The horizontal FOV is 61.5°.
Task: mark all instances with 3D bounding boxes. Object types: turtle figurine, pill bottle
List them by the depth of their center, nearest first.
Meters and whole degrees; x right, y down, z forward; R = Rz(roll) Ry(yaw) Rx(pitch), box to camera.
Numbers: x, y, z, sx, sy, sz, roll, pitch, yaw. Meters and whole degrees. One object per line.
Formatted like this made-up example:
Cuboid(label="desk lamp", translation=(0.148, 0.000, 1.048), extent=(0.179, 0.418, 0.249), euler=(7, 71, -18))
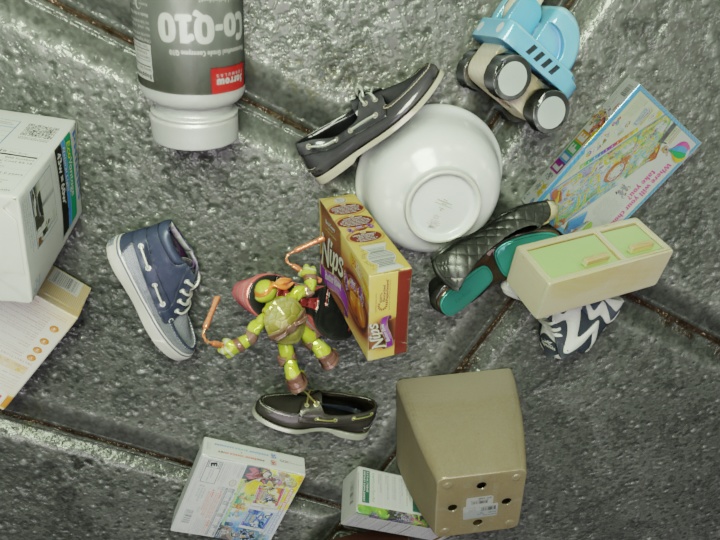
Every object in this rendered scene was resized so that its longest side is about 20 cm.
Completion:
Cuboid(label="pill bottle", translation=(-0.177, -0.237, 0.631), extent=(0.112, 0.114, 0.203), euler=(0, 121, -7))
Cuboid(label="turtle figurine", translation=(-0.085, 0.063, 0.758), extent=(0.200, 0.064, 0.162), euler=(-43, 120, -25))

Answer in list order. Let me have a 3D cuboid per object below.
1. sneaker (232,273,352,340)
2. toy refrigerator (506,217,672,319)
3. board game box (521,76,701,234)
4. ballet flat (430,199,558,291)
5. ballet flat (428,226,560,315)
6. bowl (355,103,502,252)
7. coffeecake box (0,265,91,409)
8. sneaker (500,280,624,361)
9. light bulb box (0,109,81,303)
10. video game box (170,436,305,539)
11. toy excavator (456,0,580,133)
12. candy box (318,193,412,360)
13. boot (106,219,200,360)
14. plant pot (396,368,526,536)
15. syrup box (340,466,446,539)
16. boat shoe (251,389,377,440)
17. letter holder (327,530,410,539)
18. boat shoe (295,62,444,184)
Cuboid(label="sneaker", translation=(-0.090, 0.045, 0.852), extent=(0.199, 0.086, 0.075), euler=(22, 79, -38))
Cuboid(label="toy refrigerator", translation=(0.302, -0.008, 0.800), extent=(0.197, 0.076, 0.071), euler=(-12, 135, -18))
Cuboid(label="board game box", translation=(0.332, -0.132, 0.811), extent=(0.133, 0.034, 0.201), euler=(30, 113, -23))
Cuboid(label="ballet flat", translation=(0.174, -0.035, 0.765), extent=(0.198, 0.057, 0.067), euler=(-28, 166, -19))
Cuboid(label="ballet flat", translation=(0.177, -0.013, 0.839), extent=(0.198, 0.069, 0.069), euler=(-28, 121, -1))
Cuboid(label="bowl", translation=(0.095, -0.099, 0.767), extent=(0.198, 0.091, 0.204), euler=(-3, 121, -5))
Cuboid(label="coffeecake box", translation=(-0.484, 0.067, 0.800), extent=(0.153, 0.073, 0.200), euler=(37, 110, -26))
Cuboid(label="sneaker", translation=(0.283, 0.076, 0.904), extent=(0.196, 0.080, 0.131), euler=(8, 112, -24))
Cuboid(label="light bulb box", translation=(-0.424, -0.081, 0.643), extent=(0.195, 0.201, 0.126), euler=(6, 122, -11))
Cuboid(label="video game box", translation=(-0.212, 0.387, 1.048), extent=(0.180, 0.047, 0.202), euler=(19, 117, -16))
Cuboid(label="toy excavator", translation=(0.189, -0.287, 0.674), extent=(0.193, 0.100, 0.201), euler=(30, 100, -25))
Cuboid(label="candy box", translation=(0.000, 0.000, 0.747), extent=(0.056, 0.200, 0.118), euler=(-10, 124, -18))
Cuboid(label="boot", translation=(-0.249, 0.032, 0.809), extent=(0.089, 0.073, 0.202), euler=(-17, 121, 10))
Cuboid(label="plant pot", translation=(0.168, 0.300, 0.969), extent=(0.196, 0.178, 0.203), euler=(-5, 121, -4))
Cuboid(label="syrup box", translation=(0.070, 0.414, 1.071), extent=(0.197, 0.080, 0.082), euler=(17, 139, -16))
Cuboid(label="boat shoe", translation=(-0.069, 0.216, 0.951), extent=(0.199, 0.072, 0.061), euler=(13, 115, -23))
Cuboid(label="letter holder", translation=(0.005, 0.557, 1.161), extent=(0.197, 0.142, 0.102), euler=(-12, 91, 0))
Cuboid(label="boat shoe", translation=(0.007, -0.184, 0.715), extent=(0.199, 0.073, 0.063), euler=(-36, 109, 19))
